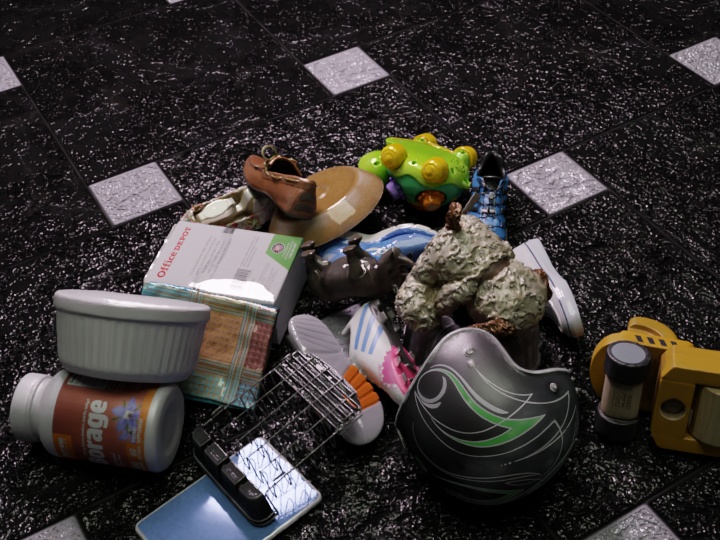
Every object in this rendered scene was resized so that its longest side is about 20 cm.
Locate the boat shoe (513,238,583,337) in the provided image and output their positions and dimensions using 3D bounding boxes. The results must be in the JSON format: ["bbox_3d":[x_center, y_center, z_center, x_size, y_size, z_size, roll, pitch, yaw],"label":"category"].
[{"bbox_3d":[0.257,0.034,1.531,0.066,0.074,0.201,-20,34,1],"label":"boat shoe"}]

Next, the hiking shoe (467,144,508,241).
[{"bbox_3d":[0.191,-0.101,1.655,0.073,0.088,0.202,2,43,4],"label":"hiking shoe"}]

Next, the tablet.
[{"bbox_3d":[-0.158,0.293,1.297,0.199,0.014,0.130,-33,51,-28],"label":"tablet"}]

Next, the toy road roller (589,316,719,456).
[{"bbox_3d":[0.392,0.136,1.369,0.196,0.125,0.146,9,32,13],"label":"toy road roller"}]

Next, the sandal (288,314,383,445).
[{"bbox_3d":[-0.039,0.150,1.412,0.078,0.060,0.208,-7,51,-35],"label":"sandal"}]

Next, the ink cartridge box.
[{"bbox_3d":[-0.191,0.014,1.546,0.196,0.085,0.147,8,42,13],"label":"ink cartridge box"}]

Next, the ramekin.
[{"bbox_3d":[-0.291,0.083,1.357,0.198,0.096,0.202,7,0,0],"label":"ramekin"}]

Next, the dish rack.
[{"bbox_3d":[-0.099,0.196,1.326,0.199,0.055,0.153,-38,54,-20],"label":"dish rack"}]

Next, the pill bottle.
[{"bbox_3d":[-0.330,0.184,1.349,0.196,0.113,0.113,6,43,10],"label":"pill bottle"}]

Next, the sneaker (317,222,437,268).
[{"bbox_3d":[0.034,-0.010,1.582,0.196,0.079,0.090,-7,49,7],"label":"sneaker"}]

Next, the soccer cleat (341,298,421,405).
[{"bbox_3d":[0.028,0.126,1.431,0.086,0.070,0.201,-42,37,16],"label":"soccer cleat"}]

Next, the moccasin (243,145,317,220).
[{"bbox_3d":[-0.121,-0.142,1.623,0.073,0.079,0.201,11,14,-26],"label":"moccasin"}]

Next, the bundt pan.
[{"bbox_3d":[0.153,0.077,1.473,0.198,0.077,0.204,-1,42,1],"label":"bundt pan"}]

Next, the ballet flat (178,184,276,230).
[{"bbox_3d":[-0.193,-0.094,1.667,0.199,0.064,0.076,-31,74,-35],"label":"ballet flat"}]

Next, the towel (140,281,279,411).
[{"bbox_3d":[-0.218,0.101,1.446,0.196,0.022,0.149,10,79,13],"label":"towel"}]

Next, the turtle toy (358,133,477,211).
[{"bbox_3d":[0.085,-0.154,1.705,0.198,0.103,0.145,21,25,26],"label":"turtle toy"}]

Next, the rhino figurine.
[{"bbox_3d":[0.000,0.000,1.486,0.198,0.089,0.060,-4,26,38],"label":"rhino figurine"}]

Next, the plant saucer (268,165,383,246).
[{"bbox_3d":[-0.061,-0.105,1.648,0.197,0.036,0.201,-22,29,13],"label":"plant saucer"}]

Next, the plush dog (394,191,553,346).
[{"bbox_3d":[0.165,0.012,1.385,0.171,0.162,0.199,39,54,18],"label":"plush dog"}]

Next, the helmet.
[{"bbox_3d":[0.158,0.179,1.279,0.190,0.202,0.200,35,53,19],"label":"helmet"}]
